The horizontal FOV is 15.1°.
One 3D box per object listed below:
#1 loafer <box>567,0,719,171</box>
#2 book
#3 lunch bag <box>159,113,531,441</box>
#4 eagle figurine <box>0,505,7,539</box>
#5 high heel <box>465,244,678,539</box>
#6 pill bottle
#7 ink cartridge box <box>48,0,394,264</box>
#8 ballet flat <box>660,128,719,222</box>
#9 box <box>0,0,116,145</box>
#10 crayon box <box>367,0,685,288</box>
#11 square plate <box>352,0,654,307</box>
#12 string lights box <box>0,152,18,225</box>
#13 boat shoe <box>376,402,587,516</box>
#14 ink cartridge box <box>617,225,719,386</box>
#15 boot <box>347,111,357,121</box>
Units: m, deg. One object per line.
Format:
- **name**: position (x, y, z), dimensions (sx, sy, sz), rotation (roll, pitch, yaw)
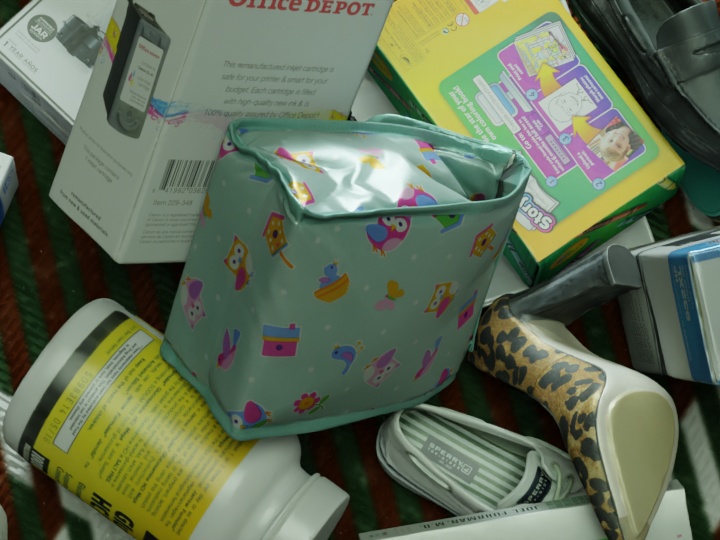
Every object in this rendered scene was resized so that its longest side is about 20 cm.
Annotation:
- **loafer**: position (0.203, -0.138, 1.718), dimensions (0.068, 0.070, 0.201), rotation (-23, 62, -30)
- **book**: position (0.107, 0.209, 1.666), dimensions (0.200, 0.048, 0.134), rotation (-10, 99, -3)
- **lunch bag**: position (0.000, 0.000, 1.640), dimensions (0.200, 0.171, 0.122), rotation (-5, 36, -36)
- **eagle figurine**: position (-0.187, 0.233, 1.631), dimensions (0.200, 0.151, 0.152), rotation (16, 62, 13)
- **high heel**: position (0.123, 0.097, 1.679), dimensions (0.071, 0.142, 0.200), rotation (18, 57, -35)
- **pill bottle**: position (-0.111, 0.116, 1.673), dimensions (0.200, 0.112, 0.113), rotation (35, 74, 8)
- **ink cartridge box**: position (-0.082, -0.109, 1.631), dimensions (0.086, 0.147, 0.200), rotation (39, 117, 39)
- **ballet flat**: position (0.222, -0.126, 1.793), dimensions (0.069, 0.069, 0.200), rotation (-20, 74, -9)
- **box**: position (-0.134, -0.167, 1.786), dimensions (0.117, 0.060, 0.200), rotation (42, 76, 10)
- **crayon box**: position (0.101, -0.104, 1.750), dimensions (0.119, 0.058, 0.200), rotation (-33, 77, -12)
- **square plate**: position (0.069, -0.069, 1.783), dimensions (0.198, 0.028, 0.200), rotation (-17, 74, -7)
- **string lights box**: position (-0.301, 0.008, 1.724), dimensions (0.103, 0.059, 0.200), rotation (19, 73, 2)
- **boat shoe**: position (0.102, 0.142, 1.699), dimensions (0.200, 0.067, 0.074), rotation (21, 73, 4)
- **ink cartridge box**: position (0.249, 0.012, 1.669), dimensions (0.145, 0.200, 0.084), rotation (-14, 92, -8)
- **boot**: position (-0.019, -0.119, 1.727), dimensions (0.138, 0.077, 0.200), rotation (37, 116, 19)
